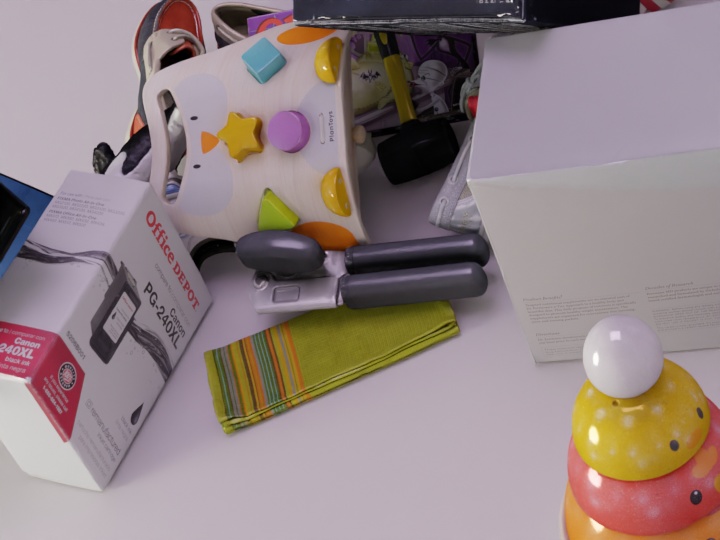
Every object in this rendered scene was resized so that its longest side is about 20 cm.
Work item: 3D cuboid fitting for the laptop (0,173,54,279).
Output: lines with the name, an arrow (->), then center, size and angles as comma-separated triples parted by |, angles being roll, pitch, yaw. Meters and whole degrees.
laptop -> -0.293, 0.027, 1.420 | 0.188, 0.116, 0.200 | -60, 34, 2

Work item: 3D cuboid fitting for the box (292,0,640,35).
box -> 0.082, -0.240, 1.375 | 0.197, 0.124, 0.199 | 3, 5, 32

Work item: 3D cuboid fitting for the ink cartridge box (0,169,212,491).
ink cartridge box -> -0.211, 0.044, 1.420 | 0.083, 0.146, 0.201 | 8, 54, 28

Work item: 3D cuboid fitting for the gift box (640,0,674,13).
gift box -> 0.211, -0.331, 1.539 | 0.185, 0.199, 0.187 | -58, 32, 27

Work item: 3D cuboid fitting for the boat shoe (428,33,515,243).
boat shoe -> 0.100, -0.115, 1.467 | 0.064, 0.075, 0.203 | 11, 61, 0

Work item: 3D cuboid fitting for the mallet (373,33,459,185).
mallet -> 0.037, -0.174, 1.529 | 0.065, 0.041, 0.202 | -13, 76, 17

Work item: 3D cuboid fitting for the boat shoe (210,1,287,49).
boat shoe -> -0.048, -0.199, 1.637 | 0.199, 0.063, 0.071 | 15, 55, 33

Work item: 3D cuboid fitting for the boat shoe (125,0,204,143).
boat shoe -> -0.167, -0.177, 1.644 | 0.063, 0.071, 0.201 | -44, 31, 43

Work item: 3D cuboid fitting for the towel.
towel -> -0.025, 0.055, 1.419 | 0.199, 0.018, 0.086 | -23, 44, 2

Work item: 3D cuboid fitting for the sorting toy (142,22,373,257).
sorting toy -> -0.086, -0.102, 1.451 | 0.179, 0.107, 0.202 | -4, 89, 16

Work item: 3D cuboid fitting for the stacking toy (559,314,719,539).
stacking toy -> 0.176, 0.104, 1.149 | 0.145, 0.201, 0.147 | -13, 45, 13

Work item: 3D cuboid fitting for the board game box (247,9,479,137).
board game box -> 0.004, -0.175, 1.571 | 0.198, 0.032, 0.121 | -9, 78, 17

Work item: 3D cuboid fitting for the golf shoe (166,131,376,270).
golf shoe -> -0.074, -0.052, 1.520 | 0.199, 0.078, 0.098 | -20, 65, 9

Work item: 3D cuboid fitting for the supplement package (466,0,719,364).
supplement package -> 0.195, -0.058, 1.294 | 0.190, 0.201, 0.148 | -6, 47, 18

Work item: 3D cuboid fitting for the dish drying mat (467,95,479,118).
dish drying mat -> 0.184, -0.121, 1.378 | 0.198, 0.077, 0.018 | 2, 83, 10

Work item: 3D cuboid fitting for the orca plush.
orca plush -> -0.205, -0.089, 1.540 | 0.071, 0.201, 0.105 | 42, 32, 21

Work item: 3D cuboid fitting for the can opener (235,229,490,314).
can opener -> 0.000, 0.000, 1.409 | 0.198, 0.067, 0.053 | -3, 59, 16
